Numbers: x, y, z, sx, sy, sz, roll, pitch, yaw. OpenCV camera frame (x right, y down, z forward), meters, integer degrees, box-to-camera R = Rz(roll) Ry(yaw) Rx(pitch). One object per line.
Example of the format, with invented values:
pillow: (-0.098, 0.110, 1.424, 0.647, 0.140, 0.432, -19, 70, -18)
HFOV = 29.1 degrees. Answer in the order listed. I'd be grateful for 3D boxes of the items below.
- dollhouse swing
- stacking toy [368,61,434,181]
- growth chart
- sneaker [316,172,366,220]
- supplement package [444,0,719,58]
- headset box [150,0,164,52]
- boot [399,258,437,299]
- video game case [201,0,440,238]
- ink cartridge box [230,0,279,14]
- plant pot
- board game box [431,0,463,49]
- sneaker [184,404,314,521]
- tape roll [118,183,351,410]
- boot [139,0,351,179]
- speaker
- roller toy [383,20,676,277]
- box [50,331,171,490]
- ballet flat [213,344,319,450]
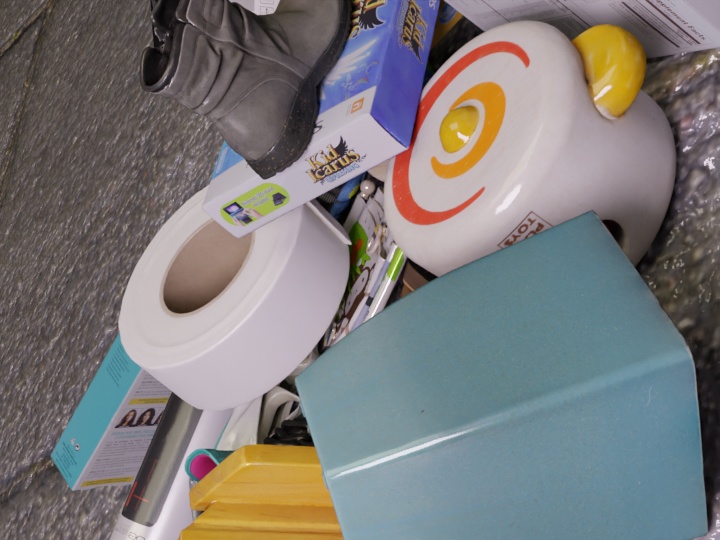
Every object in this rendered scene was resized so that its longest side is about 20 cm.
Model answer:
dollhouse swing: (-0.011, 0.186, 0.889, 0.177, 0.180, 0.202, 115, 154, -46)
stacking toy: (0.031, -0.165, 1.214, 0.085, 0.085, 0.201, -44, 31, 27)
growth chart: (0.000, 0.000, 1.130, 0.146, 0.018, 0.200, -66, 16, 7)
sneaker: (-0.052, -0.105, 1.279, 0.071, 0.082, 0.200, -53, 31, 17)
supplement package: (0.171, -0.250, 0.993, 0.199, 0.150, 0.153, 2, 65, 57)
headset box: (-0.097, -0.236, 1.372, 0.149, 0.198, 0.078, -125, 31, -56)
boot: (0.073, 0.062, 0.987, 0.200, 0.073, 0.076, -127, 53, -64)
video game case: (-0.026, -0.141, 1.054, 0.180, 0.045, 0.202, -24, 39, 38)
ink cartridge box: (-0.055, -0.280, 1.335, 0.200, 0.159, 0.051, -57, -28, -64)
plant pot: (0.073, 0.087, 0.786, 0.198, 0.142, 0.142, -18, 37, -5)
board game box: (-0.006, -0.179, 1.167, 0.200, 0.040, 0.153, -47, 25, 9)
sneaker: (-0.072, 0.148, 1.068, 0.083, 0.120, 0.202, -18, 51, 49)
tape roll: (-0.106, 0.012, 1.156, 0.201, 0.071, 0.204, -28, 39, 25)
boot: (-0.079, -0.174, 0.984, 0.067, 0.130, 0.202, -23, 40, 38)
speaker: (-0.149, 0.170, 1.209, 0.081, 0.081, 0.202, 7, 71, 58)
roller toy: (0.110, -0.069, 0.950, 0.199, 0.139, 0.184, 1, 67, 56)
box: (-0.210, 0.117, 1.304, 0.049, 0.082, 0.201, 47, 117, 31)
ballet flat: (-0.067, 0.097, 1.167, 0.069, 0.069, 0.202, -17, 48, 50)
